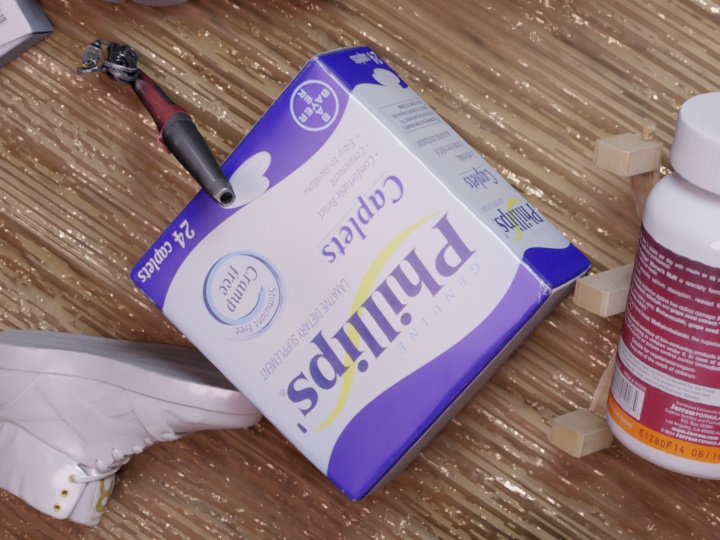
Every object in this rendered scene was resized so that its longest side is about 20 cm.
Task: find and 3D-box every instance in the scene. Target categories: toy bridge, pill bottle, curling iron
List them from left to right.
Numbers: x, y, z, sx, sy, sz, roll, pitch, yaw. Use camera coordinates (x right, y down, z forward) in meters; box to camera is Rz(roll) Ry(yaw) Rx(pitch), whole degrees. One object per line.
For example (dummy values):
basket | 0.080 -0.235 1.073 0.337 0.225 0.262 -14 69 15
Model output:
curling iron | -0.120 -0.087 1.555 0.200 0.049 0.026 50 122 48
toy bridge | 0.155 0.009 1.524 0.027 0.067 0.200 26 117 39
pill bottle | 0.208 0.008 1.468 0.109 0.110 0.200 15 116 14

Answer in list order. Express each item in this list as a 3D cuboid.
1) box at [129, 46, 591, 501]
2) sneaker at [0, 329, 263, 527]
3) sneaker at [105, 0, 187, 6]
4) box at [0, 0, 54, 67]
box | 0.000 0.000 1.553 0.200 0.105 0.184 44 107 7
sneaker | -0.147 0.106 1.631 0.200 0.074 0.116 7 100 25
sneaker | -0.102 -0.218 1.582 0.199 0.076 0.105 2 85 9
box | -0.317 -0.167 1.660 0.200 0.041 0.156 -32 87 17
